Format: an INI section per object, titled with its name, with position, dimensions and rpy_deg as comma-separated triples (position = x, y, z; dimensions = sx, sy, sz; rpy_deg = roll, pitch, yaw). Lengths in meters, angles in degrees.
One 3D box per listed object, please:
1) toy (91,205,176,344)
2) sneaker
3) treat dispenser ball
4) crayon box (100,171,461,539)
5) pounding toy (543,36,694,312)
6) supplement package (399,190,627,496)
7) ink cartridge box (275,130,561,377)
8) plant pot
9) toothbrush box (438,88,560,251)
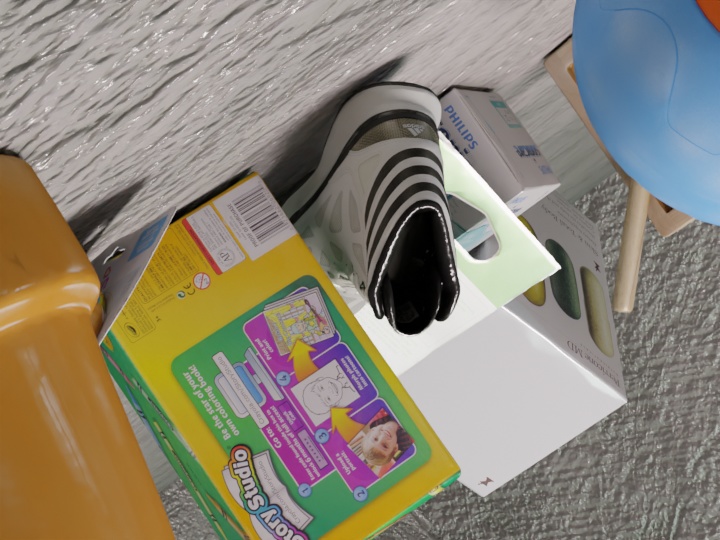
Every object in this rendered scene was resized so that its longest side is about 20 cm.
[toy]
position = -0.164, 0.054, 0.810
dimensions = 0.115, 0.047, 0.201
rpy_deg = -26, -145, 53
[sneaker]
position = 0.000, 0.000, 0.985
dimensions = 0.075, 0.116, 0.201
rpy_deg = 2, 146, -15
[treat dispenser ball]
position = 0.211, -0.122, 0.930
dimensions = 0.200, 0.201, 0.201
rpy_deg = -34, 175, -3
[crayon box]
position = -0.053, 0.063, 0.955
dimensions = 0.119, 0.200, 0.058
rpy_deg = -32, 174, -20
[pounding toy]
position = 0.230, -0.110, 1.264
dimensions = 0.200, 0.185, 0.142
rpy_deg = -38, 173, 40
[supplement package]
position = 0.092, 0.032, 1.376
dimensions = 0.150, 0.152, 0.201
rpy_deg = -37, -148, 28
[ink cartridge box]
position = 0.003, 0.002, 1.114
dimensions = 0.200, 0.146, 0.048
rpy_deg = -36, -143, 13
[plant pot]
position = -0.154, 0.090, 0.643
dimensions = 0.200, 0.184, 0.200
rpy_deg = -34, 175, -3
[toothbrush box]
position = 0.026, -0.033, 1.225
dimensions = 0.200, 0.086, 0.146
rpy_deg = -35, 174, 17
